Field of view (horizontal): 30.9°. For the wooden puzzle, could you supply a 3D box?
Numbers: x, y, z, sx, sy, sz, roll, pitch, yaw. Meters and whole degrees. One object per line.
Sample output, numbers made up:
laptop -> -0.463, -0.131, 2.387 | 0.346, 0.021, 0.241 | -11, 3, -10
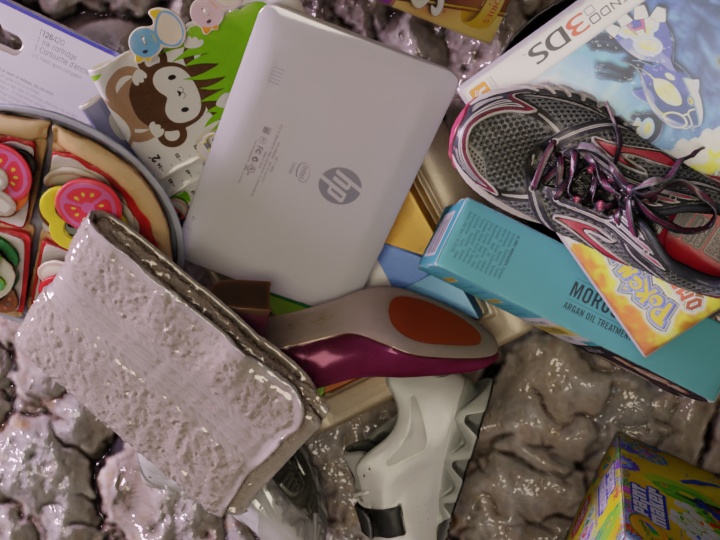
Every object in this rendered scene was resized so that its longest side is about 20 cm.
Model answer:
wooden puzzle -> 0.000, 0.000, 0.912 | 0.200, 0.037, 0.185 | -28, 94, 13

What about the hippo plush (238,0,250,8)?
hippo plush -> -0.115, -0.256, 0.828 | 0.160, 0.200, 0.160 | 15, 85, -11

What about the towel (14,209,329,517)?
towel -> -0.127, 0.067, 0.851 | 0.200, 0.034, 0.133 | 39, 123, -1

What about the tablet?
tablet -> -0.032, -0.065, 0.839 | 0.130, 0.014, 0.200 | 20, 125, -8

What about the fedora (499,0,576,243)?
fedora -> 0.172, -0.085, 0.837 | 0.200, 0.092, 0.201 | 2, 100, 9

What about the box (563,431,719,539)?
box -> 0.228, 0.220, 0.827 | 0.192, 0.200, 0.122 | 24, 104, 6

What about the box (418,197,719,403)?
box -> 0.140, 0.020, 0.849 | 0.200, 0.082, 0.049 | 26, 87, -4

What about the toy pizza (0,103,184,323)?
toy pizza -> -0.217, -0.024, 0.867 | 0.200, 0.032, 0.201 | 6, 133, 6

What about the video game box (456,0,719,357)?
video game box -> 0.186, -0.081, 0.766 | 0.182, 0.047, 0.200 | -35, 92, 16

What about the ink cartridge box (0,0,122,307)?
ink cartridge box -> -0.284, -0.104, 0.941 | 0.197, 0.047, 0.200 | 26, 102, 6

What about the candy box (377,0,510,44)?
candy box -> 0.019, -0.226, 0.800 | 0.200, 0.056, 0.117 | 12, 106, -38

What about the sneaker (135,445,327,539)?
sneaker -> -0.108, 0.139, 0.945 | 0.099, 0.078, 0.200 | -43, 85, 24

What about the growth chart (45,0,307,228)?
growth chart -> -0.103, -0.102, 0.835 | 0.200, 0.018, 0.145 | -30, 125, 18

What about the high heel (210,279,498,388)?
high heel -> -0.011, 0.061, 0.884 | 0.199, 0.068, 0.096 | 11, 127, -1

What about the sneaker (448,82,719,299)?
sneaker -> 0.144, -0.046, 0.718 | 0.200, 0.075, 0.081 | 23, 104, 6

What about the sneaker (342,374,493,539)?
sneaker -> 0.026, 0.159, 0.915 | 0.088, 0.074, 0.201 | 15, 99, 3
